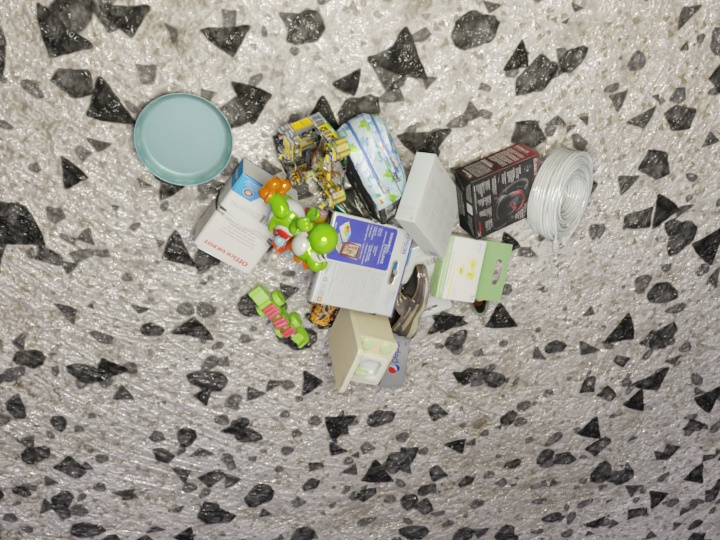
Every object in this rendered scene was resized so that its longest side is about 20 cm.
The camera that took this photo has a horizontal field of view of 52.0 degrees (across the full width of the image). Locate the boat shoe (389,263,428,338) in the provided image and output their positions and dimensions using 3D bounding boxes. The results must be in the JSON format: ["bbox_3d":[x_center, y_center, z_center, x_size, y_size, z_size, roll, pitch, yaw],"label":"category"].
[{"bbox_3d":[0.109,0.075,1.706,0.072,0.075,0.203,5,122,-11],"label":"boat shoe"}]

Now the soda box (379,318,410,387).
[{"bbox_3d":[0.084,0.201,1.877,0.067,0.064,0.203,-2,125,-9],"label":"soda box"}]

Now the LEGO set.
[{"bbox_3d":[-0.104,-0.210,1.488,0.115,0.155,0.201,-25,158,-22],"label":"LEGO set"}]

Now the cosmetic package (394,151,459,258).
[{"bbox_3d":[0.149,-0.135,1.566,0.051,0.153,0.200,13,165,29],"label":"cosmetic package"}]

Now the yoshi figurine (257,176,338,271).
[{"bbox_3d":[-0.111,-0.099,1.466,0.111,0.202,0.112,-30,173,-27],"label":"yoshi figurine"}]

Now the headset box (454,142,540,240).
[{"bbox_3d":[0.313,-0.179,1.623,0.197,0.075,0.151,-24,128,-15],"label":"headset box"}]

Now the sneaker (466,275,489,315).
[{"bbox_3d":[0.283,0.020,1.778,0.073,0.080,0.203,-13,124,1],"label":"sneaker"}]

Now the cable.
[{"bbox_3d":[0.444,-0.168,1.630,0.201,0.069,0.201,-50,139,-20],"label":"cable"}]

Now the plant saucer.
[{"bbox_3d":[-0.358,-0.268,1.502,0.196,0.028,0.203,-4,124,-6],"label":"plant saucer"}]

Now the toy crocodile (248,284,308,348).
[{"bbox_3d":[-0.195,0.111,1.769,0.067,0.062,0.201,-29,124,11],"label":"toy crocodile"}]

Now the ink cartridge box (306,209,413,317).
[{"bbox_3d":[0.000,-0.013,1.594,0.197,0.047,0.201,12,99,-26],"label":"ink cartridge box"}]

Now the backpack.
[{"bbox_3d":[0.022,-0.223,1.530,0.153,0.164,0.200,-40,111,9],"label":"backpack"}]

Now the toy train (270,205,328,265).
[{"bbox_3d":[-0.130,-0.080,1.599,0.150,0.056,0.200,-43,165,2],"label":"toy train"}]

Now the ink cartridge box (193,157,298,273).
[{"bbox_3d":[-0.247,-0.115,1.590,0.145,0.085,0.200,30,115,-26],"label":"ink cartridge box"}]

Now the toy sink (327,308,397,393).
[{"bbox_3d":[0.007,0.177,1.693,0.110,0.201,0.132,14,120,-19],"label":"toy sink"}]

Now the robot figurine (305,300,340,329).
[{"bbox_3d":[-0.034,0.100,1.790,0.197,0.059,0.147,14,120,-19],"label":"robot figurine"}]

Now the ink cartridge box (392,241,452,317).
[{"bbox_3d":[0.139,0.011,1.753,0.114,0.067,0.202,-18,125,3],"label":"ink cartridge box"}]

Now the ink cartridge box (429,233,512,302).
[{"bbox_3d":[0.266,-0.001,1.709,0.196,0.048,0.148,8,100,-21],"label":"ink cartridge box"}]

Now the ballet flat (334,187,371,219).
[{"bbox_3d":[0.019,-0.101,1.642,0.068,0.068,0.201,-44,110,-13],"label":"ballet flat"}]
